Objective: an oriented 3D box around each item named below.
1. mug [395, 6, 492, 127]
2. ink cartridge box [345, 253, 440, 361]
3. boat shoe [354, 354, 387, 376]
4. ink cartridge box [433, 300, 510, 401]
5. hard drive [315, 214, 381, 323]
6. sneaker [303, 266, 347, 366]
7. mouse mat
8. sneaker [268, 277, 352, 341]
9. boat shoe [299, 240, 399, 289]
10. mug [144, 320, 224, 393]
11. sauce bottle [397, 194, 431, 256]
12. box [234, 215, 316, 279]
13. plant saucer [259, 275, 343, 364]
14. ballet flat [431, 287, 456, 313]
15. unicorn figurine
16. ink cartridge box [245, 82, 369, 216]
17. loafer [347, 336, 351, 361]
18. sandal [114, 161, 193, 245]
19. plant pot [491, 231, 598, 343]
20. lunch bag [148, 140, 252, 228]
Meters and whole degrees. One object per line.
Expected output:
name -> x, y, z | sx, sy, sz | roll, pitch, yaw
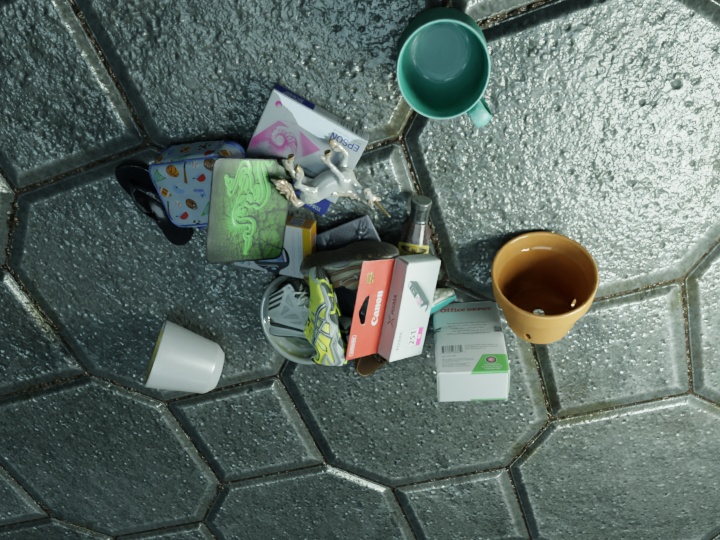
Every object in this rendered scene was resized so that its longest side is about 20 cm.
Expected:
mug -> 0.134, -0.327, 1.020 | 0.148, 0.116, 0.189 | -6, 125, 8
ink cartridge box -> 0.063, 0.075, 1.185 | 0.171, 0.043, 0.205 | -8, 115, -42
boat shoe -> 0.044, 0.172, 1.395 | 0.071, 0.068, 0.201 | 28, 122, -14
ink cartridge box -> 0.224, 0.164, 1.296 | 0.142, 0.202, 0.086 | -3, 128, 7
hard drive -> 0.000, 0.000, 1.264 | 0.132, 0.042, 0.204 | -19, 100, 17
sneaker -> -0.075, 0.093, 1.177 | 0.074, 0.076, 0.205 | -9, 108, 6
mouse mat -> -0.203, -0.107, 1.149 | 0.158, 0.008, 0.205 | -6, 119, -32
sneaker -> -0.106, 0.076, 1.268 | 0.195, 0.076, 0.119 | 1, 107, 22
boat shoe -> -0.017, -0.004, 1.211 | 0.195, 0.076, 0.073 | -9, 120, 12
mug -> -0.398, 0.204, 1.436 | 0.150, 0.186, 0.153 | 18, 92, -18
sauce bottle -> 0.105, -0.050, 1.242 | 0.064, 0.067, 0.204 | 5, 125, 1
box -> -0.185, -0.056, 1.262 | 0.195, 0.042, 0.122 | 12, 126, 13
plant saucer -> -0.120, 0.098, 1.348 | 0.195, 0.050, 0.206 | 6, 106, 19
ballet flat -> 0.108, 0.077, 1.300 | 0.197, 0.072, 0.073 | -31, 123, -13
unicorn figurine -> -0.052, -0.161, 1.136 | 0.195, 0.075, 0.139 | -5, 137, 24
ink cartridge box -> -0.111, -0.210, 1.166 | 0.193, 0.044, 0.202 | 24, 121, -12
loafer -> 0.003, 0.103, 1.354 | 0.073, 0.071, 0.201 | 37, 103, -17
sandal -> -0.406, -0.131, 1.243 | 0.075, 0.043, 0.201 | -26, 118, 21
plant pot -> 0.353, 0.046, 1.223 | 0.194, 0.204, 0.142 | -5, 142, 8
lunch bag -> -0.293, -0.157, 1.182 | 0.195, 0.076, 0.163 | -1, 129, 20
